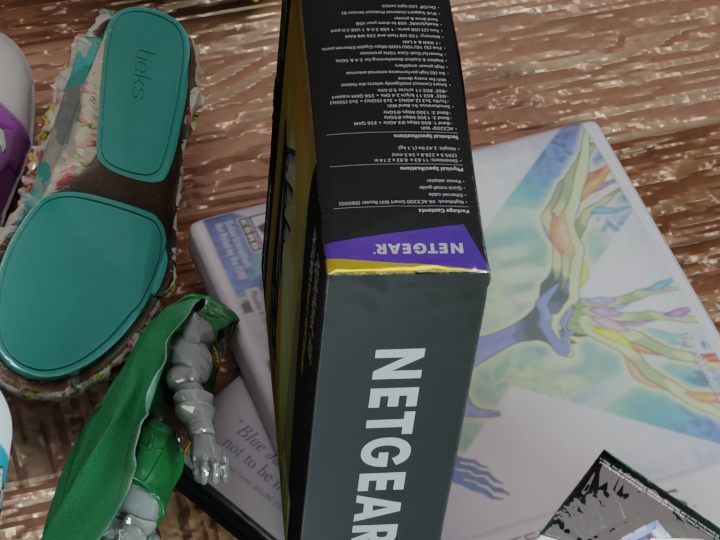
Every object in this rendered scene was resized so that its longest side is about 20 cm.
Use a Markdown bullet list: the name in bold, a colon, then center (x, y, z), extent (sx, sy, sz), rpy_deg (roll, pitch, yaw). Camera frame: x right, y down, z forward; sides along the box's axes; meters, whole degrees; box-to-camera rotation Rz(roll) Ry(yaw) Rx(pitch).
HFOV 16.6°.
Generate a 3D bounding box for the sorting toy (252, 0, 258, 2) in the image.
- **sorting toy**: center (-0.110, -0.214, 1.119), extent (0.179, 0.107, 0.201), rpy_deg (12, 51, 13)

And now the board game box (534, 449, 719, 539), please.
- **board game box**: center (0.133, 0.153, 0.801), extent (0.199, 0.024, 0.105), rpy_deg (34, 60, 15)

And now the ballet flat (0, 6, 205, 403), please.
- **ballet flat**: center (-0.106, -0.018, 0.978), extent (0.075, 0.064, 0.201), rpy_deg (23, 52, -8)

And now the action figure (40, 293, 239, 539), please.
- **action figure**: center (-0.081, 0.075, 0.871), extent (0.054, 0.118, 0.201), rpy_deg (26, 43, -7)

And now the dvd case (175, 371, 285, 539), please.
- **dvd case**: center (0.037, 0.056, 0.963), extent (0.142, 0.018, 0.200), rpy_deg (36, 56, 22)

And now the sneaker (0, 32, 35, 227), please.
- **sneaker**: center (-0.165, -0.029, 0.940), extent (0.072, 0.114, 0.201), rpy_deg (34, 56, -14)

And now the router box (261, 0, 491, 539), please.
- **router box**: center (0.000, 0.000, 0.837), extent (0.052, 0.201, 0.158), rpy_deg (-1, 52, -7)

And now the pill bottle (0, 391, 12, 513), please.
- **pill bottle**: center (-0.174, 0.091, 0.800), extent (0.110, 0.111, 0.201), rpy_deg (6, 68, -2)

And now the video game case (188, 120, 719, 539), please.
- **video game case**: center (0.050, 0.038, 0.952), extent (0.181, 0.022, 0.201), rpy_deg (-15, 54, -17)
